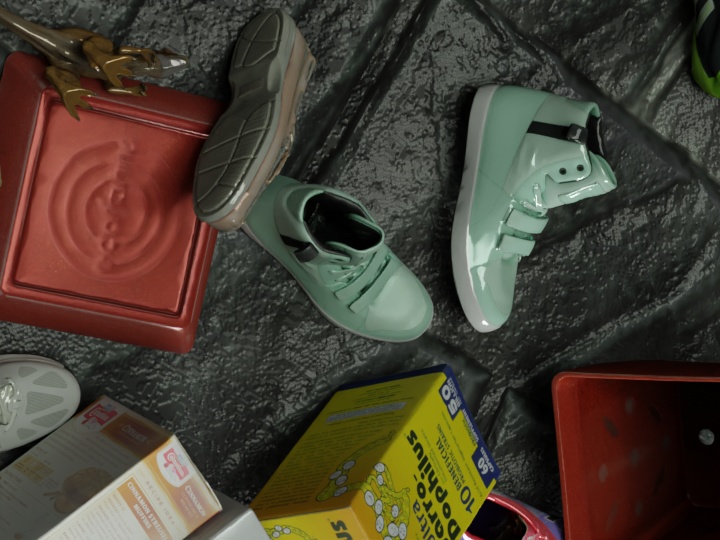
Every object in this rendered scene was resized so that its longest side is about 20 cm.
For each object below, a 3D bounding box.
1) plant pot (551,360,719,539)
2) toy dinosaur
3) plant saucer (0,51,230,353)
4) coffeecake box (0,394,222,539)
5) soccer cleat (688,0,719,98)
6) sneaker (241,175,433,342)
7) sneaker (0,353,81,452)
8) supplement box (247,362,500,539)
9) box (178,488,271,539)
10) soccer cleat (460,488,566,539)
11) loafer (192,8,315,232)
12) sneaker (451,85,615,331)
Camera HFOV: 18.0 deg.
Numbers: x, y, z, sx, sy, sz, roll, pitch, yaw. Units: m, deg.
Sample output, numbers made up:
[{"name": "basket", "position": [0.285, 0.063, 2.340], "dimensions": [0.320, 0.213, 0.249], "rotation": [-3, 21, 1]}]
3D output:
[{"name": "plant pot", "position": [0.295, 0.165, 1.903], "dimensions": [0.176, 0.199, 0.201], "rotation": [-20, 107, -56]}, {"name": "toy dinosaur", "position": [-0.218, -0.162, 1.674], "dimensions": [0.199, 0.106, 0.061], "rotation": [21, 108, -32]}, {"name": "plant saucer", "position": [-0.190, -0.047, 1.719], "dimensions": [0.199, 0.037, 0.201], "rotation": [12, 91, -27]}, {"name": "coffeecake box", "position": [-0.221, 0.188, 1.637], "dimensions": [0.200, 0.153, 0.073], "rotation": [-37, 112, -16]}, {"name": "soccer cleat", "position": [0.309, -0.245, 1.927], "dimensions": [0.067, 0.081, 0.201], "rotation": [-16, 103, -25]}, {"name": "sneaker", "position": [0.000, 0.000, 1.777], "dimensions": [0.200, 0.118, 0.074], "rotation": [37, 78, -27]}, {"name": "sneaker", "position": [-0.284, 0.112, 1.645], "dimensions": [0.200, 0.115, 0.076], "rotation": [-9, 100, -26]}, {"name": "supplement box", "position": [0.010, 0.176, 1.760], "dimensions": [0.109, 0.109, 0.200], "rotation": [64, 36, -19]}, {"name": "box", "position": [-0.145, 0.229, 1.684], "dimensions": [0.124, 0.200, 0.098], "rotation": [-37, 112, -18]}, {"name": "soccer cleat", "position": [0.138, 0.228, 1.902], "dimensions": [0.199, 0.073, 0.068], "rotation": [28, 82, -27]}, {"name": "loafer", "position": [-0.071, -0.107, 1.723], "dimensions": [0.063, 0.072, 0.201], "rotation": [41, 48, -36]}, {"name": "sneaker", "position": [0.142, -0.046, 1.832], "dimensions": [0.074, 0.118, 0.202], "rotation": [-5, 101, -64]}]
